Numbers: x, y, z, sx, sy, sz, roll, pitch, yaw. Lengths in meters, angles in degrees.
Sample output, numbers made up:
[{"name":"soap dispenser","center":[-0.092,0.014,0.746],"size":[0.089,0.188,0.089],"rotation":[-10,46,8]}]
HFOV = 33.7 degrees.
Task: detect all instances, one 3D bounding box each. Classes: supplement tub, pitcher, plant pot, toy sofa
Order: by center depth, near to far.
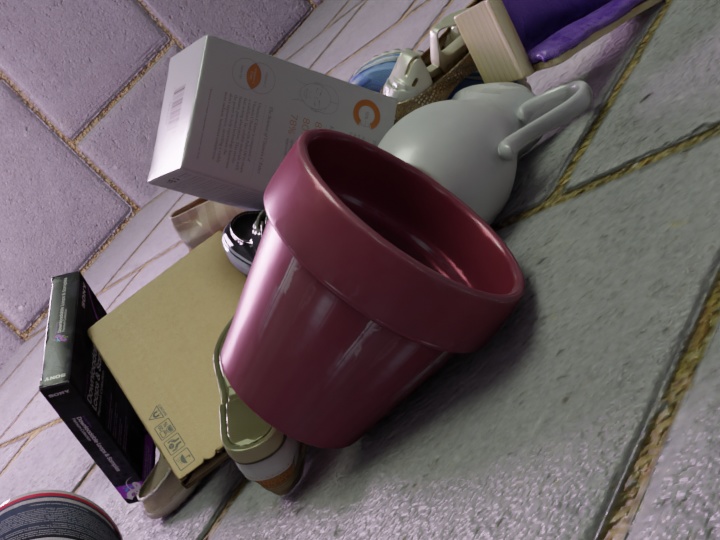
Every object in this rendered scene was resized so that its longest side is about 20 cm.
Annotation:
[{"name":"plant pot","center":[-0.006,0.025,0.883],"size":[0.179,0.199,0.200],"rotation":[-56,11,21]},{"name":"supplement tub","center":[-0.250,0.267,0.944],"size":[0.140,0.140,0.200],"rotation":[-46,15,-6]},{"name":"pitcher","center":[0.107,-0.107,1.054],"size":[0.171,0.122,0.200],"rotation":[-19,16,40]},{"name":"toy sofa","center":[0.196,-0.257,1.147],"size":[0.200,0.083,0.097],"rotation":[-34,12,-33]}]

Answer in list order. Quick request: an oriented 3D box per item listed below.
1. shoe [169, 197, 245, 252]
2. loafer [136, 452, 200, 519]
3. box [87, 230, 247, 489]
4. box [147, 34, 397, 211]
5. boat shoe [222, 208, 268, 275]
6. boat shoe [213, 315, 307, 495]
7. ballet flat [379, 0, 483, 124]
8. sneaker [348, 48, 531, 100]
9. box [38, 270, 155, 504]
[{"name":"shoe","center":[-0.118,-0.089,1.268],"size":[0.199,0.053,0.070],"rotation":[-35,17,12]},{"name":"loafer","center":[-0.163,0.140,1.133],"size":[0.201,0.068,0.076],"rotation":[-60,15,-2]},{"name":"box","center":[-0.142,0.074,1.082],"size":[0.163,0.021,0.200],"rotation":[-37,55,-6]},{"name":"box","center":[-0.080,-0.121,1.103],"size":[0.097,0.199,0.125],"rotation":[-8,70,61]},{"name":"boat shoe","center":[-0.060,-0.031,1.046],"size":[0.199,0.071,0.072],"rotation":[16,54,45]},{"name":"boat shoe","center":[-0.079,0.101,0.991],"size":[0.074,0.069,0.201],"rotation":[-17,35,13]},{"name":"ballet flat","center":[0.071,-0.204,1.173],"size":[0.200,0.065,0.070],"rotation":[-45,43,-16]},{"name":"sneaker","center":[0.072,-0.172,1.230],"size":[0.199,0.079,0.089],"rotation":[7,51,22]},{"name":"box","center":[-0.255,0.118,1.179],"size":[0.036,0.201,0.144],"rotation":[-16,46,8]}]
